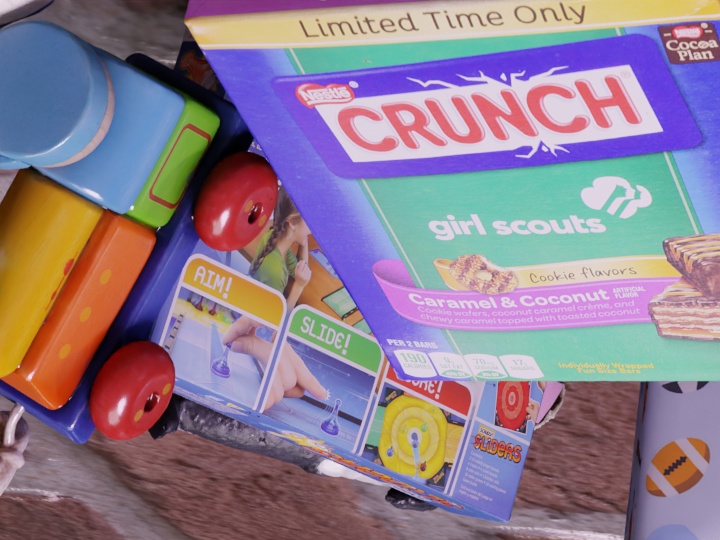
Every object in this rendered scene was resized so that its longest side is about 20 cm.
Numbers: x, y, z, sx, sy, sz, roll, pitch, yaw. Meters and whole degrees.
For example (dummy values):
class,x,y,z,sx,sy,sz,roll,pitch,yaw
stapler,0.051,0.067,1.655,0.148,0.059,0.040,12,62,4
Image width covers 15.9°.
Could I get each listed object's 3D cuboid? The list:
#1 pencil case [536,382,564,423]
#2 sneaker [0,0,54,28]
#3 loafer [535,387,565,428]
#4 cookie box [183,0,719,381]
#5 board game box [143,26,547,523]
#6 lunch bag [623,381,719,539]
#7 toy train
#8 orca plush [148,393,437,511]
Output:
class,x,y,z,sx,sy,sz,roll,pitch,yaw
pencil case,-0.004,0.001,1.025,0.087,0.088,0.200,-13,149,44
sneaker,-0.161,-0.090,0.845,0.199,0.077,0.111,3,154,25
loafer,0.015,0.034,1.141,0.199,0.076,0.068,14,160,-43
cookie box,0.062,-0.047,0.825,0.170,0.076,0.200,-1,144,24
board game box,0.000,0.000,0.946,0.034,0.136,0.200,5,163,46
lunch bag,0.208,0.074,1.019,0.199,0.171,0.124,6,163,4
toy train,-0.116,0.019,0.811,0.084,0.201,0.116,29,180,22
orca plush,-0.006,0.053,1.244,0.199,0.071,0.105,17,-157,-13
